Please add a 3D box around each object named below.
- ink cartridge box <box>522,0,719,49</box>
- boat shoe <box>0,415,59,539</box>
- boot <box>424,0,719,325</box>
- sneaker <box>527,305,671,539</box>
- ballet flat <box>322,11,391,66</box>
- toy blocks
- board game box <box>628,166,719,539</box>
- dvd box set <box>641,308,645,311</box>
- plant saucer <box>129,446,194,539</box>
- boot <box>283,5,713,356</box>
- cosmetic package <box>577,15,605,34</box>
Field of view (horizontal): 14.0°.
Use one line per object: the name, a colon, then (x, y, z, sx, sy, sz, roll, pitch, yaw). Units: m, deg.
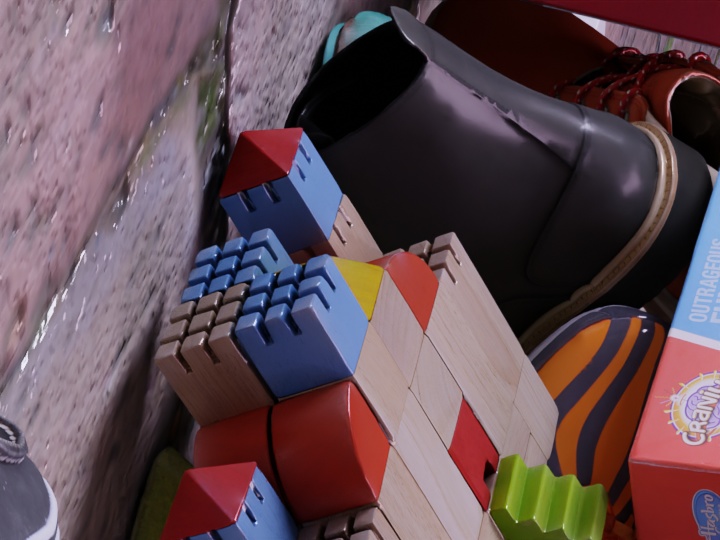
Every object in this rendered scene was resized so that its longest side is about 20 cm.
ink cartridge box: (0.115, -0.125, 1.032, 0.176, 0.199, 0.084, -33, 137, -75)
boat shoe: (-0.092, 0.024, 0.479, 0.200, 0.072, 0.071, 16, 92, -78)
boot: (0.097, -0.056, 1.050, 0.075, 0.200, 0.107, -38, 152, -20)
sneaker: (0.063, 0.112, 0.925, 0.112, 0.077, 0.201, -139, -109, -78)
ballet flat: (0.028, -0.030, 1.050, 0.200, 0.070, 0.068, 81, 21, -64)
toy blocks: (-0.004, 0.046, 0.845, 0.137, 0.100, 0.200, 58, 29, -28)
board game box: (0.131, 0.084, 0.962, 0.153, 0.040, 0.201, -66, 154, -46)
dvd box set: (0.108, 0.054, 1.153, 0.029, 0.146, 0.200, -36, -153, 26)
plant saucer: (-0.053, 0.174, 0.947, 0.200, 0.048, 0.201, 65, 40, -74)
boot: (0.000, 0.000, 0.975, 0.200, 0.138, 0.078, -46, -141, 23)
cosmetic package: (0.060, -0.027, 1.275, 0.083, 0.050, 0.201, 89, 17, -57)
